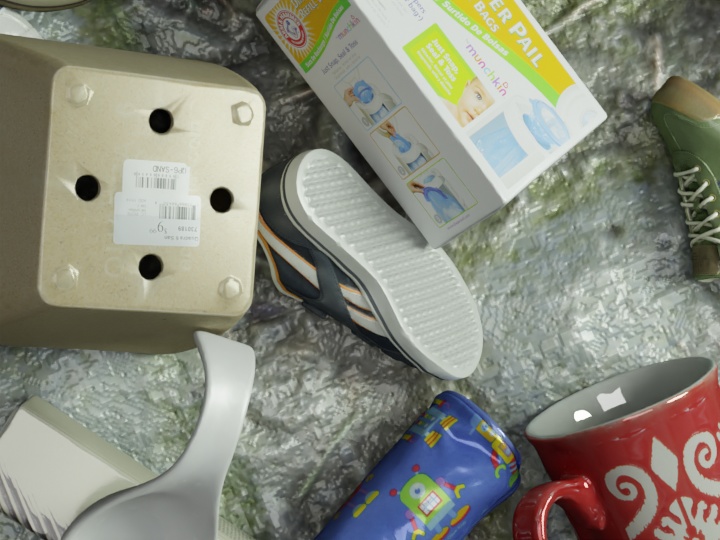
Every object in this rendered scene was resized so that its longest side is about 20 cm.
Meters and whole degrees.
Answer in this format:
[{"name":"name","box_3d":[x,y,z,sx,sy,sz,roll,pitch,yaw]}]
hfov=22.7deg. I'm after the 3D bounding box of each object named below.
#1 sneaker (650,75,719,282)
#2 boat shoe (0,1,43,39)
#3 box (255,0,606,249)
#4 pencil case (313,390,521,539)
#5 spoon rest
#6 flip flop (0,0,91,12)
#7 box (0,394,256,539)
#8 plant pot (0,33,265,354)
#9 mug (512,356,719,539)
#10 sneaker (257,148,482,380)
[{"name":"sneaker","box_3d":[0.254,-0.032,1.222,0.200,0.067,0.090,45,81,-6]},{"name":"boat shoe","box_3d":[-0.274,-0.082,1.182,0.086,0.075,0.202,38,77,-7]},{"name":"box","box_3d":[0.045,-0.135,1.171,0.112,0.101,0.200,-40,93,-30]},{"name":"pencil case","box_3d":[0.025,0.175,1.183,0.087,0.078,0.200,38,77,13]},{"name":"spoon rest","box_3d":[-0.119,0.137,1.091,0.099,0.061,0.200,18,110,-24]},{"name":"flip flop","box_3d":[-0.162,-0.218,1.182,0.199,0.058,0.081,-2,67,-7]},{"name":"box","box_3d":[-0.155,0.165,1.182,0.200,0.082,0.069,33,89,-3]},{"name":"plant pot","box_3d":[-0.159,-0.047,1.101,0.199,0.177,0.201,4,89,-30]},{"name":"mug","box_3d":[0.187,0.182,1.190,0.177,0.133,0.201,-23,96,-8]},{"name":"sneaker","box_3d":[0.000,0.000,1.203,0.200,0.079,0.079,48,50,-25]}]
